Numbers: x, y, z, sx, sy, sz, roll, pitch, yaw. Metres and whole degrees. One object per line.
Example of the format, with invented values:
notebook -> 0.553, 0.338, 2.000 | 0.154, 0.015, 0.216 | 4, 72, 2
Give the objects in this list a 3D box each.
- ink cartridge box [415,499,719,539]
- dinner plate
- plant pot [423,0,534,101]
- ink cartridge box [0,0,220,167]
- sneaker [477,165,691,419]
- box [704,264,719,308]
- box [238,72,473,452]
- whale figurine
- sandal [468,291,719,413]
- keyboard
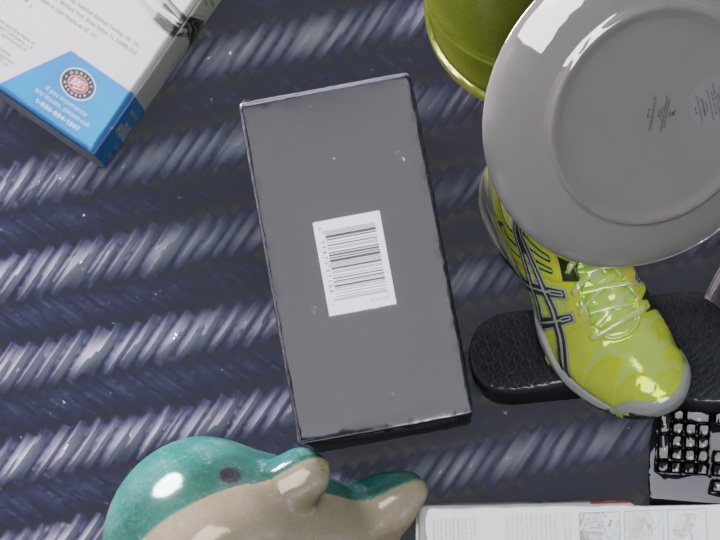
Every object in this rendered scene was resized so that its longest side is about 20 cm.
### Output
ink cartridge box -> 0.134, 0.195, 1.674 | 0.199, 0.050, 0.110 | -2, 85, 3
dinner plate -> 0.166, -0.092, 1.582 | 0.199, 0.024, 0.201 | -9, 115, -18
plant pot -> 0.111, -0.225, 1.607 | 0.199, 0.193, 0.201 | -8, 57, 13
ink cartridge box -> -0.163, -0.188, 1.704 | 0.146, 0.084, 0.200 | 35, 86, 4
sneaker -> 0.129, 0.004, 1.656 | 0.075, 0.076, 0.200 | -31, 67, -10
box -> 0.331, -0.006, 1.648 | 0.199, 0.050, 0.158 | 26, 95, -9
box -> 0.000, 0.000, 1.633 | 0.104, 0.182, 0.201 | -10, 85, 0
whale figurine -> -0.061, 0.146, 1.622 | 0.199, 0.159, 0.104 | -10, 54, -33
sandal -> 0.168, 0.054, 1.694 | 0.199, 0.043, 0.076 | 3, 62, 12
keyboard -> 0.276, 0.139, 1.693 | 0.199, 0.021, 0.128 | 3, 85, 3
